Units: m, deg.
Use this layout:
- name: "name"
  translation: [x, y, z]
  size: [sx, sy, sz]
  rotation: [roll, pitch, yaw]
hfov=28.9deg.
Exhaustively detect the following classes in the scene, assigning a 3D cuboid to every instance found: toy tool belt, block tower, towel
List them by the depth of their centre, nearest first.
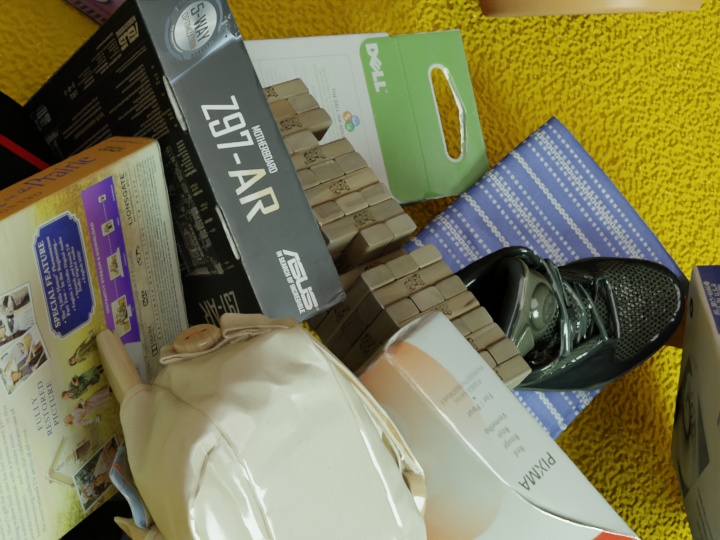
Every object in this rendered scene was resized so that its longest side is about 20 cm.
- name: "toy tool belt"
  translation: [-0.037, 0.112, 0.580]
  size: [0.125, 0.123, 0.200]
  rotation: [-39, 117, -30]
- name: "block tower"
  translation: [0.000, 0.000, 0.686]
  size: [0.058, 0.054, 0.200]
  rotation: [-23, 70, -40]
- name: "towel"
  translation: [0.092, 0.021, 0.827]
  size: [0.200, 0.024, 0.145]
  rotation: [-41, 94, -21]

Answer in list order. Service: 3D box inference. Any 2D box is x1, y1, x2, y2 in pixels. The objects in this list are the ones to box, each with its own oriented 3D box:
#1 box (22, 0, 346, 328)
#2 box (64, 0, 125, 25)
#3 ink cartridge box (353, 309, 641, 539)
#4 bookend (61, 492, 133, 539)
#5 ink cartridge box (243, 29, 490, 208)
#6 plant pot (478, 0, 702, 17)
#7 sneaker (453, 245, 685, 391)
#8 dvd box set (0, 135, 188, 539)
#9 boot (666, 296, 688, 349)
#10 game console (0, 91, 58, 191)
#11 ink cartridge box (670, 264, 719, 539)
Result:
- name: "box"
  translation: [-0.096, -0.038, 0.692]
  size: [0.043, 0.200, 0.161]
  rotation: [-24, 92, -28]
- name: "box"
  translation: [-0.127, -0.255, 0.773]
  size: [0.176, 0.097, 0.200]
  rotation: [34, 68, -19]
- name: "ink cartridge box"
  translation: [0.046, 0.139, 0.635]
  size: [0.200, 0.162, 0.050]
  rotation: [51, 46, 9]
- name: "bookend"
  translation: [-0.092, 0.199, 0.653]
  size: [0.092, 0.199, 0.201]
  rotation: [24, 69, -23]
- name: "ink cartridge box"
  translation: [-0.025, -0.080, 0.815]
  size: [0.200, 0.059, 0.104]
  rotation: [-10, 86, -34]
- name: "plant pot"
  translation: [0.143, -0.231, 0.873]
  size: [0.200, 0.200, 0.140]
  rotation: [-7, 102, -29]
- name: "sneaker"
  translation: [0.107, 0.028, 0.759]
  size: [0.199, 0.114, 0.076]
  rotation: [-5, 82, -21]
- name: "dvd box set"
  translation: [-0.142, 0.045, 0.567]
  size: [0.200, 0.029, 0.147]
  rotation: [-38, 129, -50]
- name: "boot"
  translation: [0.132, 0.053, 0.881]
  size: [0.201, 0.071, 0.144]
  rotation: [30, 74, -16]
- name: "game console"
  translation: [-0.200, -0.065, 0.636]
  size: [0.031, 0.177, 0.200]
  rotation: [-45, 142, 7]
- name: "ink cartridge box"
  translation: [0.214, 0.129, 0.804]
  size: [0.040, 0.200, 0.201]
  rotation: [-1, 118, 4]
